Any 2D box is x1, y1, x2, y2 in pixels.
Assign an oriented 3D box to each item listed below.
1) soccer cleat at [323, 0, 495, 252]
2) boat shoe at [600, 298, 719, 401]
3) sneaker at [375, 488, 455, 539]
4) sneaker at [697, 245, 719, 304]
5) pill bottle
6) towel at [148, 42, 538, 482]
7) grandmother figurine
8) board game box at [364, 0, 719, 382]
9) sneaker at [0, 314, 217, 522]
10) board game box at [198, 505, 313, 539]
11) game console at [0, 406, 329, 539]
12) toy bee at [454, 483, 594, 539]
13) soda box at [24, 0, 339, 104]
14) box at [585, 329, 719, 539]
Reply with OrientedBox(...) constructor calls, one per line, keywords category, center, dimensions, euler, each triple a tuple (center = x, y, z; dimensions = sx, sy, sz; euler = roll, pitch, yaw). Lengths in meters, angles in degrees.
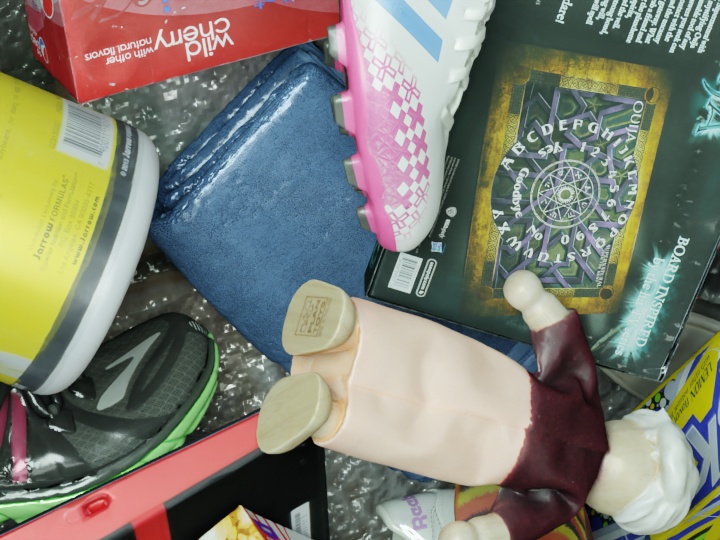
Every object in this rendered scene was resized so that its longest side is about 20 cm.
OrientedBox(category="soccer cleat", center=(0.026, -0.103, 1.035), dimensions=(0.086, 0.070, 0.200), euler=(-9, 112, -1))
OrientedBox(category="boat shoe", center=(0.182, 0.036, 1.264), dimensions=(0.200, 0.057, 0.067), euler=(21, 137, -26))
OrientedBox(category="sneaker", center=(0.030, 0.193, 1.253), dimensions=(0.099, 0.075, 0.200), euler=(3, 102, -18))
OrientedBox(category="sneaker", center=(0.096, -0.062, 1.166), dimensions=(0.200, 0.098, 0.071), euler=(30, 112, -11))
OrientedBox(category="pill bottle", center=(-0.186, -0.036, 1.016), dimensions=(0.200, 0.112, 0.112), euler=(22, 102, -15))
OrientedBox(category="towel", center=(0.000, 0.000, 1.163), dimensions=(0.112, 0.049, 0.200), euler=(-45, 123, 0))
OrientedBox(category="grandmother figurine", center=(0.058, 0.061, 1.090), dimensions=(0.200, 0.061, 0.121), euler=(22, 86, -30))
OrientedBox(category="board game box", center=(0.096, -0.060, 1.096), dimensions=(0.135, 0.028, 0.200), euler=(17, 113, -8))
OrientedBox(category="sneaker", center=(-0.150, 0.058, 1.095), dimensions=(0.200, 0.077, 0.084), euler=(-20, 117, -19))
OrientedBox(category="board game box", center=(-0.087, 0.191, 1.147), dimensions=(0.200, 0.046, 0.151), euler=(-40, 155, 8))
OrientedBox(category="game console", center=(-0.093, 0.136, 1.135), dimensions=(0.177, 0.031, 0.200), euler=(-29, 155, -15))
OrientedBox(category="toy bee", center=(0.095, 0.170, 1.158), dimensions=(0.200, 0.109, 0.131), euler=(47, 123, 2))
OrientedBox(category="soda box", center=(-0.036, -0.130, 1.081), dimensions=(0.200, 0.063, 0.070), euler=(-16, 116, -17))
OrientedBox(category="box", center=(0.177, 0.073, 1.202), dimensions=(0.064, 0.070, 0.200), euler=(8, 143, -29))
